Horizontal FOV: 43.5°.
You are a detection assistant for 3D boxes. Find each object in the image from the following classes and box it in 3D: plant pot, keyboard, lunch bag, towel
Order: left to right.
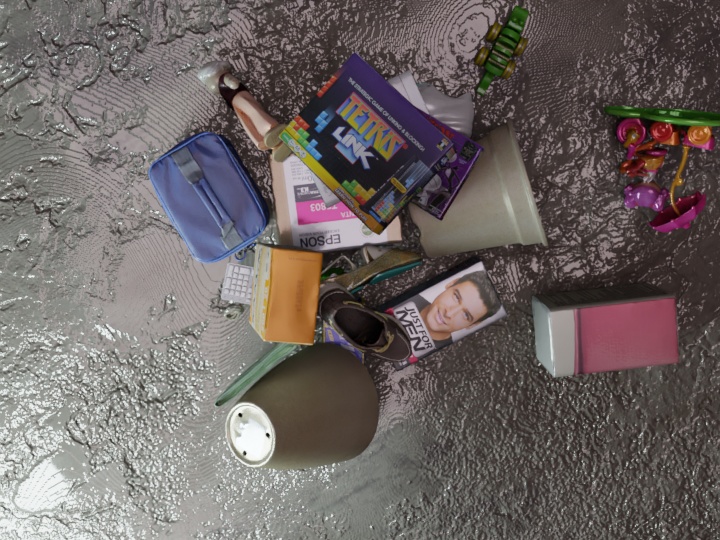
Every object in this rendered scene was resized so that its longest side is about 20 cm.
[{"bbox_3d":[-0.227,-0.105,1.378,0.135,0.132,0.201,-31,97,3],"label":"lunch bag"},{"bbox_3d":[-0.144,0.142,1.377,0.152,0.200,0.023,-39,91,3],"label":"towel"},{"bbox_3d":[-0.112,0.035,1.385,0.198,0.011,0.057,12,97,-10],"label":"keyboard"},{"bbox_3d":[-0.100,0.218,1.335,0.186,0.199,0.190,5,99,31],"label":"plant pot"},{"bbox_3d":[0.170,-0.109,1.374,0.182,0.200,0.202,-17,98,12],"label":"plant pot"}]

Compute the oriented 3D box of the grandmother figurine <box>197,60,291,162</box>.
[{"bbox_3d":[-0.179,-0.252,1.357,0.060,0.122,0.200,-36,61,-15],"label":"grandmother figurine"}]

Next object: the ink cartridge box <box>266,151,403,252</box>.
[{"bbox_3d":[-0.038,-0.115,1.411,0.198,0.075,0.167,-8,96,-1],"label":"ink cartridge box"}]

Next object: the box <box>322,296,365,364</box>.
[{"bbox_3d":[-0.027,0.146,1.450,0.069,0.064,0.203,1,97,-2],"label":"box"}]

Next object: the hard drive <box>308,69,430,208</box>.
[{"bbox_3d":[0.011,-0.196,1.352,0.198,0.027,0.133,-25,94,2],"label":"hard drive"}]

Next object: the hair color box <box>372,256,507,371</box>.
[{"bbox_3d":[0.123,0.068,1.446,0.199,0.061,0.100,-27,98,1],"label":"hair color box"}]

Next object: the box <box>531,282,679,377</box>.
[{"bbox_3d":[0.383,0.091,1.422,0.198,0.128,0.110,-7,98,0],"label":"box"}]

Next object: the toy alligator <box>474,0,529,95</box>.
[{"bbox_3d":[0.232,-0.366,1.396,0.059,0.054,0.201,26,96,-5],"label":"toy alligator"}]

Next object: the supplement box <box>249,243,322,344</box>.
[{"bbox_3d":[-0.110,0.028,1.280,0.073,0.200,0.128,5,92,-12],"label":"supplement box"}]

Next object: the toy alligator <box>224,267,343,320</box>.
[{"bbox_3d":[-0.126,0.022,1.434,0.198,0.054,0.060,-20,133,-2],"label":"toy alligator"}]

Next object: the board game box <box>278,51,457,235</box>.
[{"bbox_3d":[0.010,-0.178,1.273,0.200,0.057,0.165,44,97,13],"label":"board game box"}]

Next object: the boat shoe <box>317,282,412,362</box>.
[{"bbox_3d":[0.013,0.091,1.347,0.072,0.060,0.200,-47,126,6],"label":"boat shoe"}]

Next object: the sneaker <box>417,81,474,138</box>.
[{"bbox_3d":[0.079,-0.256,1.407,0.198,0.075,0.090,8,77,1],"label":"sneaker"}]

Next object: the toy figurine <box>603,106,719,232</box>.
[{"bbox_3d":[0.468,-0.154,1.406,0.198,0.150,0.186,9,108,19],"label":"toy figurine"}]

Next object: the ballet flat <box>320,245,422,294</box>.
[{"bbox_3d":[0.000,0.000,1.372,0.199,0.071,0.071,-26,98,-13],"label":"ballet flat"}]

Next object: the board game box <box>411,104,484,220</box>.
[{"bbox_3d":[0.064,-0.175,1.303,0.199,0.032,0.121,32,89,13],"label":"board game box"}]
